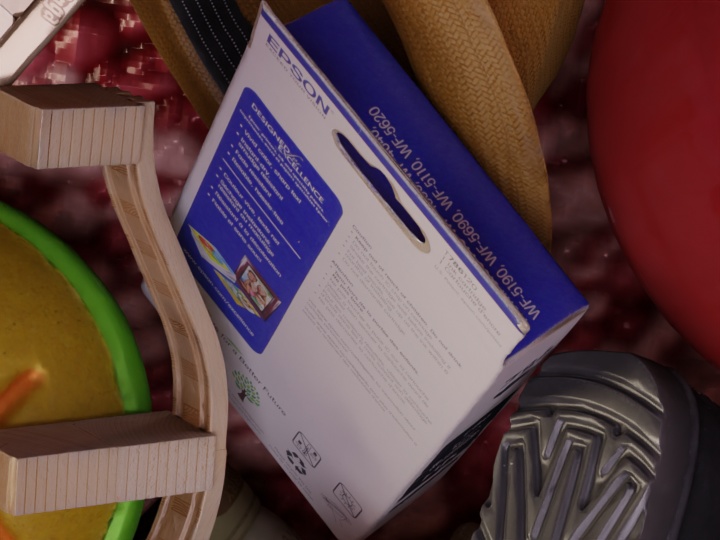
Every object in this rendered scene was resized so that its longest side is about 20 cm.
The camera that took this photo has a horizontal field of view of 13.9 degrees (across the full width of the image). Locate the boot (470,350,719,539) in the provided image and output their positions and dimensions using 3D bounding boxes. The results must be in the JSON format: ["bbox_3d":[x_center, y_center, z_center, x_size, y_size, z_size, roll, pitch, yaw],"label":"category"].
[{"bbox_3d":[0.099,0.120,0.762,0.200,0.066,0.166,22,93,-46],"label":"boot"}]

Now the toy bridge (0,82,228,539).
[{"bbox_3d":[-0.068,0.051,0.780,0.067,0.027,0.201,-6,106,-36],"label":"toy bridge"}]

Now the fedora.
[{"bbox_3d":[0.005,-0.084,0.777,0.082,0.200,0.201,-36,106,-22],"label":"fedora"}]

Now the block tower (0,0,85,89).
[{"bbox_3d":[-0.145,-0.134,0.743,0.200,0.054,0.058,42,95,-10],"label":"block tower"}]

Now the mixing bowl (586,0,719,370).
[{"bbox_3d":[0.131,-0.036,0.763,0.200,0.200,0.108,49,136,-12],"label":"mixing bowl"}]

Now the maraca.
[{"bbox_3d":[-0.150,0.038,0.844,0.199,0.107,0.138,10,94,20],"label":"maraca"}]

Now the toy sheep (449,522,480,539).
[{"bbox_3d":[0.059,0.150,0.852,0.137,0.138,0.201,21,129,-3],"label":"toy sheep"}]

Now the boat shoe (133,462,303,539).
[{"bbox_3d":[-0.089,0.146,0.891,0.063,0.073,0.200,42,107,-7],"label":"boat shoe"}]

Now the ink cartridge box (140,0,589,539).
[{"bbox_3d":[0.000,0.000,0.748,0.039,0.200,0.100,-35,82,-20],"label":"ink cartridge box"}]
